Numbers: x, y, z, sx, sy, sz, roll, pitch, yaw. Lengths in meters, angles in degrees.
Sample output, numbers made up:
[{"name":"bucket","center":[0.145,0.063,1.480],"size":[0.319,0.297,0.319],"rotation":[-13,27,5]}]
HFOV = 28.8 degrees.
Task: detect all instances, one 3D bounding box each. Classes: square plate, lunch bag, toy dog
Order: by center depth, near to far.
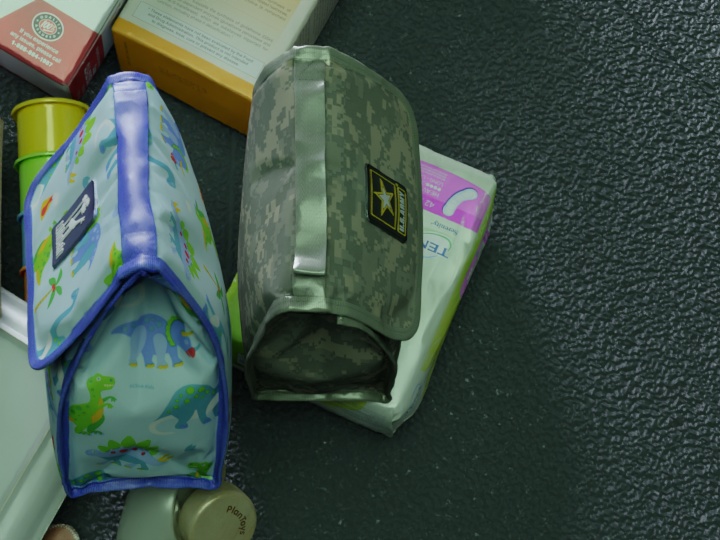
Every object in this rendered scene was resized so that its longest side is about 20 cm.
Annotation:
[{"name":"lunch bag","center":[-0.137,0.010,0.840],"size":[0.126,0.202,0.171],"rotation":[-1,45,-14]},{"name":"lunch bag","center":[-0.020,-0.022,0.863],"size":[0.116,0.200,0.166],"rotation":[1,71,-1]},{"name":"toy dog","center":[-0.157,0.182,0.905],"size":[0.096,0.131,0.201],"rotation":[45,62,-30]},{"name":"square plate","center":[-0.280,0.103,0.940],"size":[0.198,0.028,0.200],"rotation":[29,83,14]}]

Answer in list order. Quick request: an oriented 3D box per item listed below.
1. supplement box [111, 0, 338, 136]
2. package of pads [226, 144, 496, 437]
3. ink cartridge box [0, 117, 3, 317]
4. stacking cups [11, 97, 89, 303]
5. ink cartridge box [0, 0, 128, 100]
[{"name":"supplement box","center":[-0.084,-0.219,1.059],"size":[0.125,0.074,0.202],"rotation":[27,73,6]},{"name":"package of pads","center":[0.000,0.000,0.997],"size":[0.153,0.068,0.202],"rotation":[23,73,6]},{"name":"ink cartridge box","center":[-0.343,-0.027,0.939],"size":[0.197,0.075,0.167],"rotation":[-16,60,11]},{"name":"stacking cups","center":[-0.214,-0.019,0.999],"size":[0.060,0.061,0.203],"rotation":[-6,76,-5]},{"name":"ink cartridge box","center":[-0.224,-0.248,1.030],"size":[0.143,0.084,0.202],"rotation":[30,82,-4]}]
